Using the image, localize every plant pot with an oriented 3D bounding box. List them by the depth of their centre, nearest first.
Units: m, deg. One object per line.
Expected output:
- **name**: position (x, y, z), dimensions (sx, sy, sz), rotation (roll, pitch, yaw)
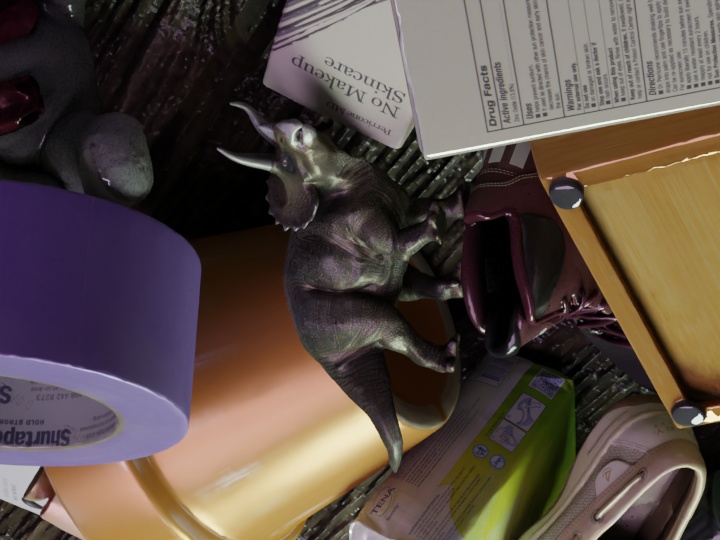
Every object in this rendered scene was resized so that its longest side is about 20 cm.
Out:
- **plant pot**: position (-0.053, 0.057, 1.234), dimensions (0.182, 0.201, 0.200), rotation (-22, 122, 30)

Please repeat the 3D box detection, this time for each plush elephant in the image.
- **plush elephant**: position (-0.211, -0.092, 1.101), dimensions (0.200, 0.154, 0.166), rotation (-17, 81, 64)

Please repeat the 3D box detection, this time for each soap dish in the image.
- **soap dish**: position (0.178, -0.019, 1.042), dimensions (0.156, 0.082, 0.201), rotation (-13, 126, 28)

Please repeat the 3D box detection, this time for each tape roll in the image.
- **tape roll**: position (-0.179, 0.030, 1.086), dimensions (0.198, 0.086, 0.200), rotation (3, 160, 1)

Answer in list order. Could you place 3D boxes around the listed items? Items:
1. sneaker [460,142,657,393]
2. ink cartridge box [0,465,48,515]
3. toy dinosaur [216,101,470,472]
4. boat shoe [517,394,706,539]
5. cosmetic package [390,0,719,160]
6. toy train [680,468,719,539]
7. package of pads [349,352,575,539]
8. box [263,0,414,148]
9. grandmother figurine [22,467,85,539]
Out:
- **sneaker**: position (0.102, 0.019, 1.130), dimensions (0.075, 0.116, 0.200), rotation (-8, 130, 40)
- **ink cartridge box**: position (-0.165, 0.101, 1.435), dimensions (0.199, 0.085, 0.145), rotation (20, 144, 10)
- **toy dinosaur**: position (0.000, 0.000, 1.108), dimensions (0.101, 0.077, 0.201), rotation (4, 122, 18)
- **boat shoe**: position (0.128, 0.164, 1.214), dimensions (0.072, 0.065, 0.201), rotation (14, 117, -24)
- **cosmetic package**: position (0.111, -0.121, 0.915), dimensions (0.198, 0.071, 0.106), rotation (-9, 127, 3)
- **toy train**: position (0.185, 0.201, 1.294), dimensions (0.114, 0.085, 0.200), rotation (39, 123, -14)
- **package of pads**: position (0.063, 0.164, 1.293), dimensions (0.068, 0.155, 0.201), rotation (23, 144, 26)
- **box**: position (0.019, -0.151, 1.022), dimensions (0.082, 0.069, 0.201), rotation (25, 143, 4)
- **grandmother figurine**: position (-0.109, 0.173, 1.369), dimensions (0.199, 0.061, 0.121), rotation (35, 151, -9)
